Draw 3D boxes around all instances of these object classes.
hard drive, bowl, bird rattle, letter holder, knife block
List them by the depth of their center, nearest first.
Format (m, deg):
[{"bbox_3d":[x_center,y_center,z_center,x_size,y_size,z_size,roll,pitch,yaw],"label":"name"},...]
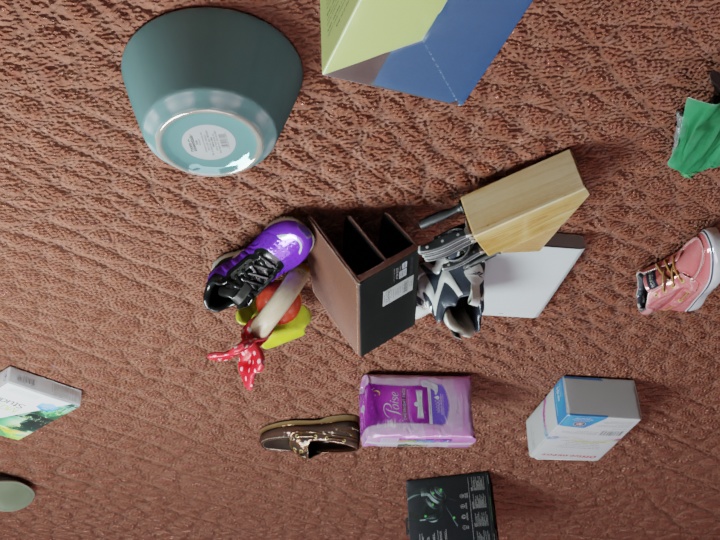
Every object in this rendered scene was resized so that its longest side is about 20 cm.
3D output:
[{"bbox_3d":[-0.162,-0.177,1.121,0.201,0.105,0.201,-3,147,-2],"label":"bowl"},{"bbox_3d":[0.171,-0.072,1.321,0.175,0.064,0.200,-3,150,-25],"label":"knife block"},{"bbox_3d":[0.000,0.000,1.440,0.101,0.142,0.200,-30,151,-18],"label":"letter holder"},{"bbox_3d":[-0.135,0.061,1.451,0.113,0.200,0.163,37,111,4],"label":"bird rattle"},{"bbox_3d":[0.234,0.008,1.524,0.132,0.026,0.200,4,148,-11],"label":"hard drive"}]

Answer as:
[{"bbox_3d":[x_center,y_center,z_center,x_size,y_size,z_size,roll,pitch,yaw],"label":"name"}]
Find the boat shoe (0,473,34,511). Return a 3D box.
[{"bbox_3d":[-0.757,0.445,2.112,0.072,0.061,0.201,-57,146,-1],"label":"boat shoe"}]

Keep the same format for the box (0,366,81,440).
[{"bbox_3d":[-0.609,0.237,1.811,0.200,0.036,0.144,-27,140,35],"label":"box"}]

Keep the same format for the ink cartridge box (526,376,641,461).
[{"bbox_3d":[0.410,0.279,1.916,0.144,0.085,0.200,5,146,-11],"label":"ink cartridge box"}]

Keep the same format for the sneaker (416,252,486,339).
[{"bbox_3d":[0.118,0.054,1.488,0.079,0.130,0.199,18,142,-29],"label":"sneaker"}]

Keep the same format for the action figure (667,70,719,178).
[{"bbox_3d":[0.417,-0.166,1.233,0.118,0.055,0.200,-3,155,-3],"label":"action figure"}]

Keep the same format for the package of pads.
[{"bbox_3d":[0.099,0.245,1.802,0.200,0.121,0.076,2,153,-9],"label":"package of pads"}]

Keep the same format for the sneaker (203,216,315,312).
[{"bbox_3d":[-0.143,0.005,1.401,0.200,0.100,0.070,-31,114,38],"label":"sneaker"}]

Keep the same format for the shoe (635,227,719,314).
[{"bbox_3d":[0.460,0.008,1.497,0.091,0.072,0.200,-9,153,-2],"label":"shoe"}]

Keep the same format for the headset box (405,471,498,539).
[{"bbox_3d":[0.194,0.544,2.237,0.200,0.174,0.093,-9,147,8],"label":"headset box"}]

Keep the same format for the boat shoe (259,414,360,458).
[{"bbox_3d":[-0.098,0.323,1.960,0.200,0.070,0.070,-10,148,14],"label":"boat shoe"}]

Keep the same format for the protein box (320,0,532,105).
[{"bbox_3d":[0.059,-0.288,0.869,0.135,0.200,0.199,9,146,-19],"label":"protein box"}]
